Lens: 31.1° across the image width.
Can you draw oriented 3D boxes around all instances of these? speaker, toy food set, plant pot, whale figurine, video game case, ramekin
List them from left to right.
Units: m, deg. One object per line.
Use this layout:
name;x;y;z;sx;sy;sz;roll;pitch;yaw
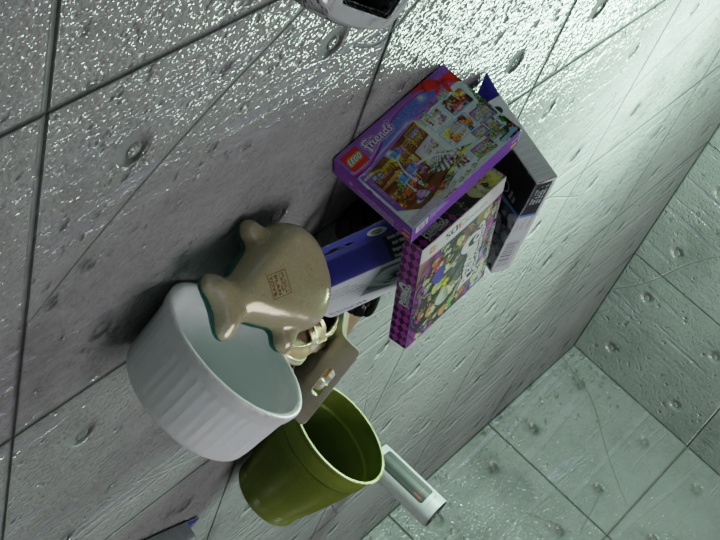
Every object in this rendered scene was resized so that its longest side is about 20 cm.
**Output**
ramekin;-0.169;0.119;1.464;0.098;0.201;0.200;-43;166;17
whale figurine;-0.123;0.022;1.494;0.103;0.161;0.199;-12;-171;39
plant pot;-0.097;0.321;2.152;0.193;0.201;0.200;-41;167;24
toy food set;-0.044;0.139;1.957;0.144;0.060;0.200;-52;-171;14
speaker;0.106;0.502;3.019;0.081;0.200;0.081;-43;163;-16
video game case;0.113;-0.016;1.693;0.181;0.036;0.201;-40;153;-33

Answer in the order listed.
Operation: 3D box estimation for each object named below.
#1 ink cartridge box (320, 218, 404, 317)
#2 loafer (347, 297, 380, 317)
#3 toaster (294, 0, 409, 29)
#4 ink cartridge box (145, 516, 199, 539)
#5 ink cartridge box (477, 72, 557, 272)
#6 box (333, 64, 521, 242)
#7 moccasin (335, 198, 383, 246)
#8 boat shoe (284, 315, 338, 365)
ink cartridge box;0.000;0.000;1.719;0.198;0.041;0.200;-24;163;17
loafer;0.021;-0.027;1.861;0.071;0.067;0.202;-94;-159;-56
toaster;-0.024;-0.271;1.052;0.114;0.129;0.200;-52;164;16
ink cartridge box;-0.356;0.509;2.138;0.197;0.043;0.200;-54;161;18
ink cartridge box;0.179;-0.135;1.803;0.043;0.201;0.199;-14;148;-25
box;0.083;-0.147;1.595;0.200;0.137;0.039;-42;162;-19
moccasin;0.056;-0.076;1.752;0.200;0.074;0.078;-27;140;-27
boat shoe;-0.082;0.080;1.820;0.069;0.074;0.200;-54;172;13
